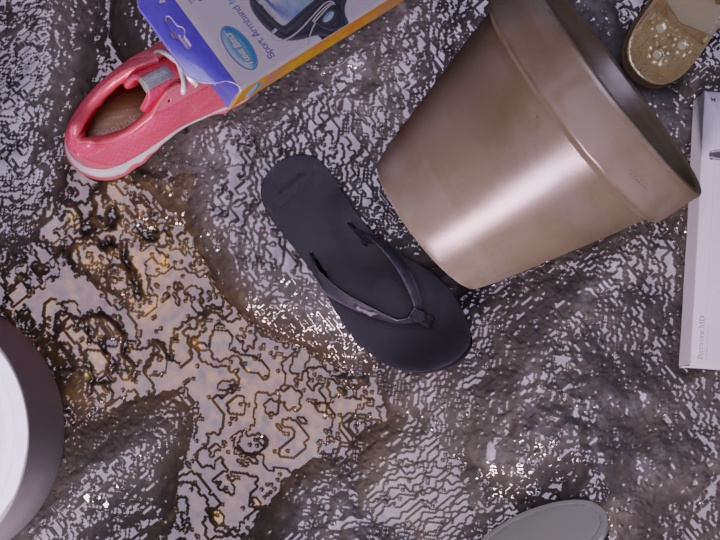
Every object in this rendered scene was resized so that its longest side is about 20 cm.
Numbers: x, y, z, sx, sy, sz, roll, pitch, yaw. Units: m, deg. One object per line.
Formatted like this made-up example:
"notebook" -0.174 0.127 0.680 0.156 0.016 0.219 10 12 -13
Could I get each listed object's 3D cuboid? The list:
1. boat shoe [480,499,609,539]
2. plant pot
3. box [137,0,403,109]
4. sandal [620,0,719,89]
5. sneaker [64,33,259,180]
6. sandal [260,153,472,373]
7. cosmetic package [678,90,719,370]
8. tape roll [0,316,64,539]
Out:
"boat shoe" 0.102 0.243 1.330 0.200 0.073 0.062 -38 129 -8
"plant pot" 0.113 -0.082 1.291 0.173 0.200 0.200 -39 86 14
"box" -0.068 -0.205 1.326 0.200 0.041 0.119 -35 86 -25
"sandal" 0.263 -0.230 1.333 0.077 0.070 0.212 30 82 -5
"sneaker" -0.132 -0.136 1.337 0.200 0.087 0.074 -38 87 -2
"sandal" -0.001 0.000 1.346 0.076 0.043 0.200 -45 86 -2
"cosmetic package" 0.281 -0.027 1.339 0.082 0.051 0.201 3 86 2
"tape roll" -0.320 0.116 1.298 0.202 0.139 0.204 0 87 2
